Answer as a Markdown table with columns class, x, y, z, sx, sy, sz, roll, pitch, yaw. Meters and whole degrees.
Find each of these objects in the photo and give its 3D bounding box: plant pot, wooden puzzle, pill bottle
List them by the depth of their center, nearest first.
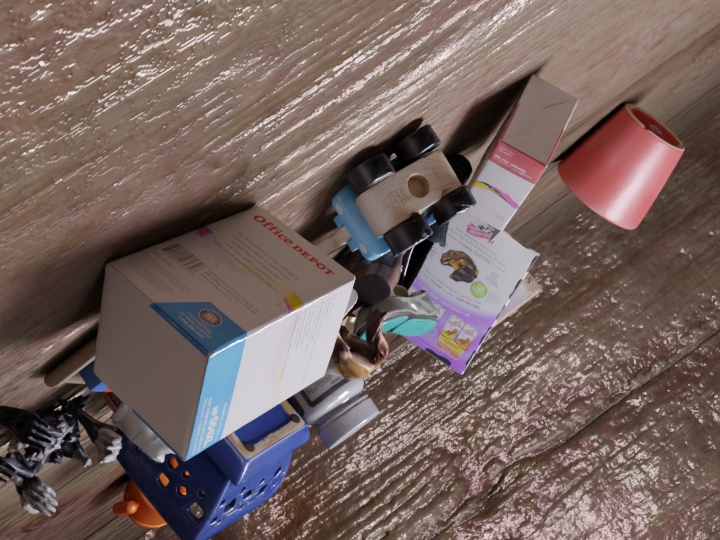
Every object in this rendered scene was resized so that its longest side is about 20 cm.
| class | x | y | z | sx | sy | sz | roll | pitch | yaw |
| --- | --- | --- | --- | --- | --- | --- | --- | --- | --- |
| wooden puzzle | -0.201 | 0.069 | 0.951 | 0.185 | 0.046 | 0.200 | -38 | 171 | 4 |
| plant pot | -0.207 | 0.246 | 1.354 | 0.200 | 0.200 | 0.180 | -23 | 156 | -53 |
| pill bottle | -0.067 | 0.160 | 1.399 | 0.114 | 0.200 | 0.114 | -35 | 171 | -7 |
| plant pot | 0.512 | -0.209 | 1.793 | 0.178 | 0.200 | 0.200 | -53 | 164 | 28 |

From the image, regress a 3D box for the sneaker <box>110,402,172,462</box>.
| class | x | y | z | sx | sy | sz | roll | pitch | yaw |
| --- | --- | --- | --- | --- | --- | --- | --- | --- | --- |
| sneaker | -0.192 | 0.168 | 1.045 | 0.070 | 0.080 | 0.200 | -47 | 164 | 22 |

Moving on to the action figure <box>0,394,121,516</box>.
| class | x | y | z | sx | sy | sz | roll | pitch | yaw |
| --- | --- | --- | --- | --- | --- | --- | --- | --- | --- |
| action figure | -0.316 | 0.187 | 0.948 | 0.119 | 0.102 | 0.200 | -48 | 170 | -4 |

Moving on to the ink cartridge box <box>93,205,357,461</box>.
| class | x | y | z | sx | sy | sz | roll | pitch | yaw |
| --- | --- | --- | --- | --- | --- | --- | --- | --- | --- |
| ink cartridge box | -0.109 | 0.044 | 0.812 | 0.200 | 0.128 | 0.126 | -26 | 144 | -45 |

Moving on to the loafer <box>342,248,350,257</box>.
| class | x | y | z | sx | sy | sz | roll | pitch | yaw |
| --- | --- | --- | --- | --- | --- | --- | --- | --- | --- |
| loafer | 0.000 | 0.000 | 1.289 | 0.200 | 0.063 | 0.072 | -40 | 170 | 18 |

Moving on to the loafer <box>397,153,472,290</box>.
| class | x | y | z | sx | sy | sz | roll | pitch | yaw |
| --- | --- | --- | --- | --- | --- | --- | --- | --- | --- |
| loafer | 0.088 | -0.057 | 1.209 | 0.201 | 0.070 | 0.068 | -56 | 151 | 11 |

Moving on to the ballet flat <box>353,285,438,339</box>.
| class | x | y | z | sx | sy | sz | roll | pitch | yaw |
| --- | --- | --- | --- | --- | --- | --- | --- | --- | --- |
| ballet flat | 0.034 | 0.047 | 1.130 | 0.067 | 0.064 | 0.200 | -32 | 164 | 21 |

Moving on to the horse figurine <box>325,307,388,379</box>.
| class | x | y | z | sx | sy | sz | roll | pitch | yaw |
| --- | --- | --- | --- | --- | --- | --- | --- | --- | --- |
| horse figurine | -0.038 | 0.083 | 1.043 | 0.199 | 0.133 | 0.050 | -3 | -127 | 41 |

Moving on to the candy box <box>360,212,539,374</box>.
| class | x | y | z | sx | sy | sz | roll | pitch | yaw |
| --- | --- | --- | --- | --- | --- | --- | --- | --- | --- |
| candy box | 0.122 | 0.014 | 1.295 | 0.200 | 0.167 | 0.072 | -56 | -179 | -1 |

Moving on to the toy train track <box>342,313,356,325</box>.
| class | x | y | z | sx | sy | sz | roll | pitch | yaw |
| --- | --- | --- | --- | --- | --- | --- | --- | --- | --- |
| toy train track | -0.033 | 0.062 | 1.192 | 0.115 | 0.032 | 0.200 | -65 | -155 | 17 |

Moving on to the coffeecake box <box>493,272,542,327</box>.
| class | x | y | z | sx | sy | sz | roll | pitch | yaw |
| --- | --- | --- | --- | --- | --- | --- | --- | --- | --- |
| coffeecake box | 0.148 | -0.001 | 1.401 | 0.153 | 0.200 | 0.073 | -40 | 171 | 22 |

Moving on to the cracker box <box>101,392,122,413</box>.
| class | x | y | z | sx | sy | sz | roll | pitch | yaw |
| --- | --- | --- | --- | --- | --- | --- | --- | --- | --- |
| cracker box | -0.207 | 0.120 | 1.135 | 0.200 | 0.058 | 0.134 | -36 | 168 | -12 |

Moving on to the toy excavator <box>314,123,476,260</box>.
| class | x | y | z | sx | sy | sz | roll | pitch | yaw |
| --- | --- | --- | --- | --- | --- | --- | --- | --- | --- |
| toy excavator | 0.002 | -0.049 | 1.012 | 0.194 | 0.100 | 0.200 | -32 | 179 | -24 |

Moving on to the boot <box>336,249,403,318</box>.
| class | x | y | z | sx | sy | sz | roll | pitch | yaw |
| --- | --- | --- | --- | --- | --- | --- | --- | --- | --- |
| boot | -0.001 | -0.021 | 1.134 | 0.186 | 0.064 | 0.200 | -14 | -149 | 33 |

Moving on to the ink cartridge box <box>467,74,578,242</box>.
| class | x | y | z | sx | sy | sz | roll | pitch | yaw |
| --- | --- | --- | --- | --- | --- | --- | --- | --- | --- |
| ink cartridge box | 0.187 | -0.133 | 1.160 | 0.117 | 0.067 | 0.200 | -61 | 178 | -29 |

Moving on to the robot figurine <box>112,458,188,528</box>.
| class | x | y | z | sx | sy | sz | roll | pitch | yaw |
| --- | --- | --- | --- | --- | --- | --- | --- | --- | --- |
| robot figurine | -0.386 | 0.420 | 1.765 | 0.200 | 0.116 | 0.144 | -50 | -169 | 50 |
